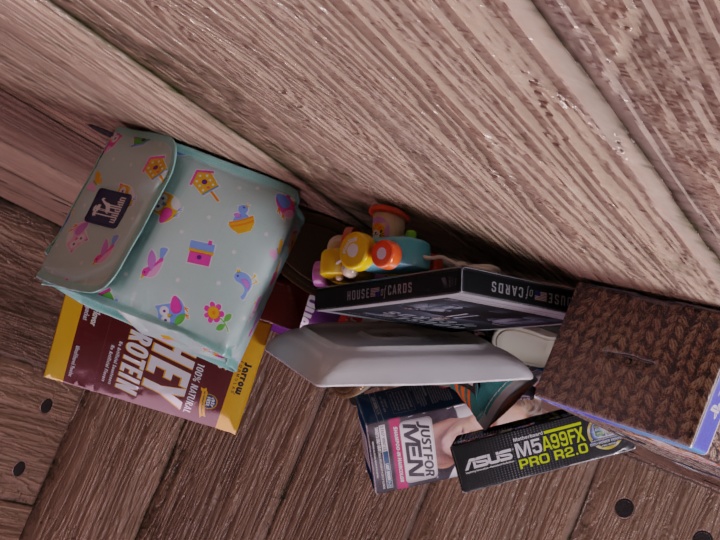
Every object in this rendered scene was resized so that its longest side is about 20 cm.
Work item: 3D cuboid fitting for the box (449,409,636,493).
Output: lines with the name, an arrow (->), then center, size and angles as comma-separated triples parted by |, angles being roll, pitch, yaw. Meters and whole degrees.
box -> 0.169, 0.162, 1.221 | 0.160, 0.044, 0.200 | -16, 174, 5

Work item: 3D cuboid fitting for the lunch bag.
lunch bag -> -0.172, -0.025, 1.165 | 0.200, 0.171, 0.122 | 24, 169, 4

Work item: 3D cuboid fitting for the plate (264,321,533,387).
plate -> 0.030, 0.072, 1.170 | 0.199, 0.032, 0.200 | 0, -175, -17

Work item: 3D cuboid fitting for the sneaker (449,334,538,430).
sneaker -> 0.120, 0.105, 1.268 | 0.080, 0.071, 0.200 | 47, 175, 6

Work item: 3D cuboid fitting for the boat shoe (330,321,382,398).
boat shoe -> 0.021, 0.093, 1.382 | 0.065, 0.072, 0.200 | -2, 164, -24

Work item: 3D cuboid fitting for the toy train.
toy train -> 0.041, -0.013, 1.080 | 0.150, 0.056, 0.200 | 5, 171, -11

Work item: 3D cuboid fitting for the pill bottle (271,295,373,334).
pill bottle -> -0.046, 0.033, 1.492 | 0.200, 0.113, 0.112 | 23, 174, -7

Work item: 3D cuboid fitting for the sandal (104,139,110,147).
sandal -> -0.163, -0.074, 1.279 | 0.202, 0.050, 0.082 | 24, 174, -12

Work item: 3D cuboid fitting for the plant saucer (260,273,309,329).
plant saucer -> -0.140, -0.026, 1.307 | 0.199, 0.037, 0.200 | 20, -157, -3

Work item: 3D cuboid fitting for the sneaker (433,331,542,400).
sneaker -> 0.129, 0.082, 1.410 | 0.200, 0.081, 0.075 | 3, 122, 35

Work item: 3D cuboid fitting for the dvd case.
dvd case -> 0.077, 0.027, 1.056 | 0.150, 0.025, 0.200 | 11, 168, -33

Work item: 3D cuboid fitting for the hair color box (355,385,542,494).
hair color box -> 0.102, 0.175, 1.441 | 0.199, 0.100, 0.061 | -12, -151, -6

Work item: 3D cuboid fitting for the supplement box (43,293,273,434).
supplement box -> -0.194, 0.040, 1.333 | 0.199, 0.133, 0.197 | 18, -157, -6

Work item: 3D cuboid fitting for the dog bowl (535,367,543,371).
dog bowl -> 0.244, 0.096, 1.273 | 0.199, 0.050, 0.111 | 23, 174, -4

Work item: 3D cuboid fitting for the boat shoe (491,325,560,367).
boat shoe -> 0.219, 0.071, 1.176 | 0.199, 0.057, 0.067 | 19, 138, 6

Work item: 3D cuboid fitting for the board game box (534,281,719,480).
board game box -> 0.265, 0.099, 0.976 | 0.200, 0.097, 0.159 | 26, 173, -34

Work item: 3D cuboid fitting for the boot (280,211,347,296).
boot -> 0.000, 0.000, 1.293 | 0.199, 0.077, 0.155 | 15, 178, 1
